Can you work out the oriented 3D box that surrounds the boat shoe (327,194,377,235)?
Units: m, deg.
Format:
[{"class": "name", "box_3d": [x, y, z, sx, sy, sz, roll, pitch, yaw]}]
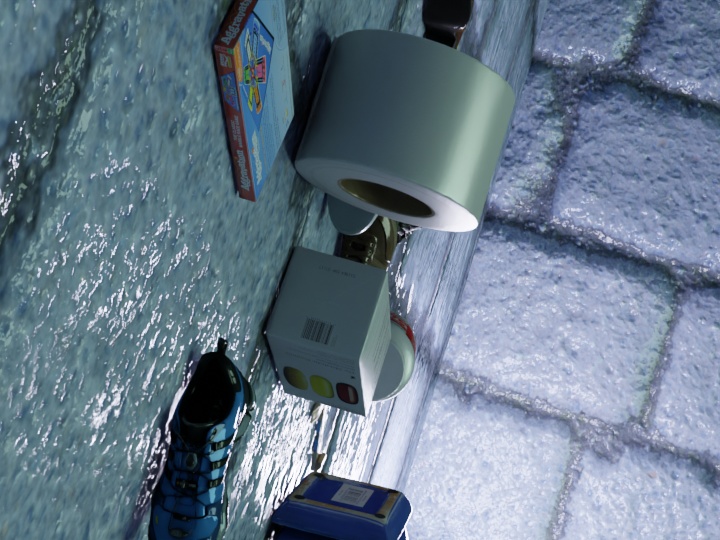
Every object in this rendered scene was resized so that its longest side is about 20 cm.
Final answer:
[{"class": "boat shoe", "box_3d": [0.017, -0.141, 1.456, 0.091, 0.070, 0.203, -2, 106, -75]}]

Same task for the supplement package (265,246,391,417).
[{"class": "supplement package", "box_3d": [-0.031, 0.075, 1.409, 0.201, 0.112, 0.111, 82, 24, -65]}]

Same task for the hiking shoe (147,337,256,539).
[{"class": "hiking shoe", "box_3d": [-0.148, 0.165, 1.065, 0.087, 0.073, 0.202, 76, 21, -57]}]

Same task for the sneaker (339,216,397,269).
[{"class": "sneaker", "box_3d": [0.000, 0.000, 1.593, 0.076, 0.069, 0.202, -58, 160, -55]}]

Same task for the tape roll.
[{"class": "tape roll", "box_3d": [0.046, -0.139, 1.256, 0.203, 0.200, 0.141, 58, 49, -77]}]

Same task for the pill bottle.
[{"class": "pill bottle", "box_3d": [0.022, 0.119, 1.711, 0.200, 0.111, 0.114, -62, 167, -84]}]

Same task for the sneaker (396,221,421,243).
[{"class": "sneaker", "box_3d": [0.075, -0.072, 1.747, 0.084, 0.119, 0.203, 58, 49, -77]}]

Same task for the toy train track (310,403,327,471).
[{"class": "toy train track", "box_3d": [-0.045, 0.216, 1.789, 0.115, 0.032, 0.202, -60, 164, -54]}]

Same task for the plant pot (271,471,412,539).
[{"class": "plant pot", "box_3d": [-0.030, 0.397, 1.711, 0.200, 0.197, 0.183, -28, 128, -75]}]

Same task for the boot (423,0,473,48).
[{"class": "boot", "box_3d": [0.150, -0.422, 1.774, 0.189, 0.067, 0.202, 86, 21, -62]}]

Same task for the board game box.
[{"class": "board game box", "box_3d": [-0.085, -0.156, 1.021, 0.201, 0.019, 0.104, 89, 18, -59]}]
